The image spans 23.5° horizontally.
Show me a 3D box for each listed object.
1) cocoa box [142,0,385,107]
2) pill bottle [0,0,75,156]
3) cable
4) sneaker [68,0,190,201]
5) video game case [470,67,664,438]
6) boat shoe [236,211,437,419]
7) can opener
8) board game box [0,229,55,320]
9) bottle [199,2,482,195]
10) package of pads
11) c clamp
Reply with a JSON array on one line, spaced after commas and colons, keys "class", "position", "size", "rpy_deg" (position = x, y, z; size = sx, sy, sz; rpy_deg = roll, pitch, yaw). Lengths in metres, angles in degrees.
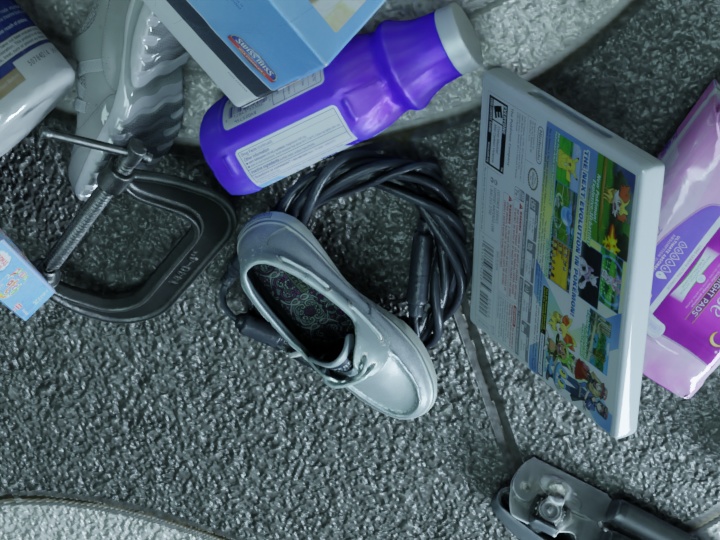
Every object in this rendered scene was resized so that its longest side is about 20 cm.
[{"class": "cocoa box", "position": [-0.076, -0.227, 1.083], "size": [0.200, 0.134, 0.131], "rpy_deg": [48, 154, -16]}, {"class": "pill bottle", "position": [-0.297, -0.171, 1.176], "size": [0.111, 0.111, 0.200], "rpy_deg": [-40, 93, 24]}, {"class": "cable", "position": [0.000, 0.000, 1.267], "size": [0.163, 0.051, 0.200], "rpy_deg": [36, 116, -11]}, {"class": "sneaker", "position": [-0.168, -0.139, 1.221], "size": [0.082, 0.074, 0.201], "rpy_deg": [43, 127, 25]}, {"class": "video game case", "position": [0.135, -0.015, 1.181], "size": [0.022, 0.182, 0.202], "rpy_deg": [-14, 122, -27]}, {"class": "boat shoe", "position": [-0.019, 0.048, 1.234], "size": [0.070, 0.072, 0.201], "rpy_deg": [-32, 115, 25]}, {"class": "can opener", "position": [0.198, 0.213, 1.361], "size": [0.199, 0.054, 0.067], "rpy_deg": [28, 150, -7]}, {"class": "board game box", "position": [-0.301, -0.061, 1.187], "size": [0.037, 0.151, 0.200], "rpy_deg": [-42, 78, -7]}, {"class": "bottle", "position": [-0.013, -0.120, 1.187], "size": [0.198, 0.084, 0.066], "rpy_deg": [-24, 112, 18]}, {"class": "package of pads", "position": [0.240, -0.019, 1.208], "size": [0.120, 0.076, 0.201], "rpy_deg": [30, 118, -6]}, {"class": "c clamp", "position": [-0.182, -0.028, 1.250], "size": [0.169, 0.027, 0.200], "rpy_deg": [11, 139, -26]}]
